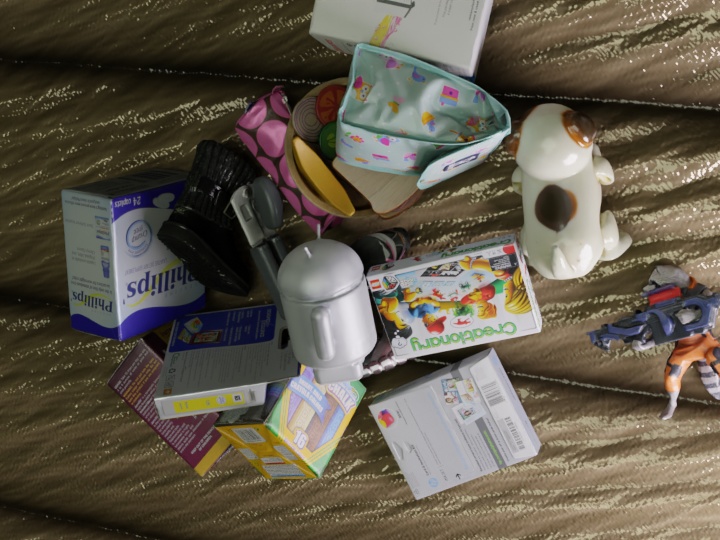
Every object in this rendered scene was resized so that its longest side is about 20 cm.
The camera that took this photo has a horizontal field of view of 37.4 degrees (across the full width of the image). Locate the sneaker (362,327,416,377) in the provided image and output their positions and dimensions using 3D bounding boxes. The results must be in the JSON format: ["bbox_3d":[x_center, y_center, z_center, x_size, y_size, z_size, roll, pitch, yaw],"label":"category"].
[{"bbox_3d":[0.048,0.068,1.463,0.198,0.076,0.117,-22,88,-1],"label":"sneaker"}]

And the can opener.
[{"bbox_3d":[-0.120,-0.028,1.462,0.066,0.052,0.202,-4,113,45],"label":"can opener"}]

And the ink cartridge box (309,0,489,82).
[{"bbox_3d":[0.057,-0.326,1.286,0.197,0.147,0.147,14,96,7],"label":"ink cartridge box"}]

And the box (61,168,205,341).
[{"bbox_3d":[-0.315,-0.027,1.500,0.104,0.183,0.203,11,110,32],"label":"box"}]

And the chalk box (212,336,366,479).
[{"bbox_3d":[-0.087,0.175,1.490,0.124,0.201,0.124,-12,127,46],"label":"chalk box"}]

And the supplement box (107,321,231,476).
[{"bbox_3d":[-0.252,0.182,1.577,0.200,0.131,0.103,43,113,3],"label":"supplement box"}]

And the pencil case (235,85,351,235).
[{"bbox_3d":[-0.083,-0.150,1.449,0.093,0.091,0.201,-38,93,21],"label":"pencil case"}]

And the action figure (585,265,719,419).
[{"bbox_3d":[0.398,0.087,1.359,0.199,0.104,0.196,-11,95,47],"label":"action figure"}]

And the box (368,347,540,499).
[{"bbox_3d":[0.132,0.218,1.500,0.198,0.041,0.157,-26,95,23],"label":"box"}]

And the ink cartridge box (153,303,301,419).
[{"bbox_3d":[-0.173,0.119,1.470,0.197,0.198,0.048,-6,120,3],"label":"ink cartridge box"}]

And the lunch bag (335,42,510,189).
[{"bbox_3d":[0.074,-0.174,1.276,0.197,0.170,0.124,14,81,-1],"label":"lunch bag"}]

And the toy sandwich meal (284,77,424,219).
[{"bbox_3d":[-0.002,-0.157,1.384,0.202,0.070,0.208,1,87,-10],"label":"toy sandwich meal"}]

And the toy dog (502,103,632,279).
[{"bbox_3d":[0.235,-0.103,1.297,0.138,0.194,0.203,-1,112,32],"label":"toy dog"}]

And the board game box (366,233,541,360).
[{"bbox_3d":[0.119,0.036,1.356,0.198,0.035,0.128,-13,112,20],"label":"board game box"}]

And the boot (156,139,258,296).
[{"bbox_3d":[-0.191,-0.069,1.507,0.079,0.212,0.159,11,66,26],"label":"boot"}]

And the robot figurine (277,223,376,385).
[{"bbox_3d":[-0.043,0.046,1.367,0.111,0.170,0.202,-10,115,4],"label":"robot figurine"}]

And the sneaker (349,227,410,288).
[{"bbox_3d":[0.000,0.000,1.468,0.199,0.086,0.081,-25,93,45],"label":"sneaker"}]
